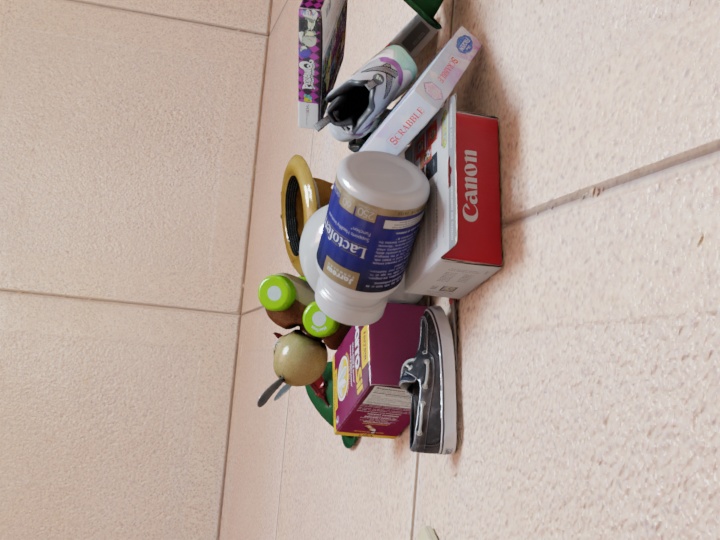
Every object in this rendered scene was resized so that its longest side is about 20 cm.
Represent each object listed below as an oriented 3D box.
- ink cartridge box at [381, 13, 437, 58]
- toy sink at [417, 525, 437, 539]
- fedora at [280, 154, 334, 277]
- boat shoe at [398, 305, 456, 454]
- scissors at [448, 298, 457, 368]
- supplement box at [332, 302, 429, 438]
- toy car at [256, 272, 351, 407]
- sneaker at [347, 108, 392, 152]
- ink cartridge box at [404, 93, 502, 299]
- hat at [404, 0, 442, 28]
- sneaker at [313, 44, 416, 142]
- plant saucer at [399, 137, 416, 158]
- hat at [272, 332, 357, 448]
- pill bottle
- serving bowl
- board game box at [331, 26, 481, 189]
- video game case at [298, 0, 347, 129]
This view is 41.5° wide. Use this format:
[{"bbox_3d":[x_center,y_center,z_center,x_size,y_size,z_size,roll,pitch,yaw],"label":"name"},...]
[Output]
[{"bbox_3d":[0.031,-0.325,1.537,0.162,0.050,0.200,-49,14,-10],"label":"ink cartridge box"},{"bbox_3d":[0.048,0.419,1.164,0.200,0.111,0.131,-118,38,-66],"label":"toy sink"},{"bbox_3d":[-0.070,-0.088,1.498,0.200,0.081,0.202,174,90,-72],"label":"fedora"},{"bbox_3d":[0.083,0.139,1.230,0.072,0.067,0.201,109,162,-66],"label":"boat shoe"},{"bbox_3d":[0.122,0.025,1.249,0.073,0.014,0.201,114,158,-50],"label":"scissors"},{"bbox_3d":[0.031,0.149,1.368,0.200,0.103,0.132,120,153,-56],"label":"supplement box"},{"bbox_3d":[-0.107,0.119,1.496,0.201,0.157,0.164,-63,-13,6],"label":"toy car"},{"bbox_3d":[0.027,-0.191,1.517,0.200,0.110,0.077,122,151,-59],"label":"sneaker"},{"bbox_3d":[0.119,-0.087,1.170,0.176,0.083,0.201,133,141,-65],"label":"ink cartridge box"},{"bbox_3d":[0.112,-0.460,1.347,0.176,0.165,0.200,-48,62,16],"label":"hat"},{"bbox_3d":[-0.021,-0.214,1.281,0.140,0.078,0.200,-43,-1,-37],"label":"sneaker"},{"bbox_3d":[0.054,-0.112,1.392,0.200,0.032,0.201,-19,63,41],"label":"plant saucer"},{"bbox_3d":[-0.092,0.206,1.668,0.166,0.175,0.201,-165,82,-76],"label":"hat"},{"bbox_3d":[0.008,-0.037,1.182,0.116,0.115,0.201,-103,23,-52],"label":"pill bottle"},{"bbox_3d":[0.000,0.000,1.338,0.201,0.199,0.066,112,-177,-46],"label":"serving bowl"},{"bbox_3d":[0.062,-0.205,1.257,0.200,0.041,0.200,-46,8,43],"label":"board game box"},{"bbox_3d":[-0.051,-0.327,1.320,0.201,0.036,0.182,-77,-7,-46],"label":"video game case"}]
